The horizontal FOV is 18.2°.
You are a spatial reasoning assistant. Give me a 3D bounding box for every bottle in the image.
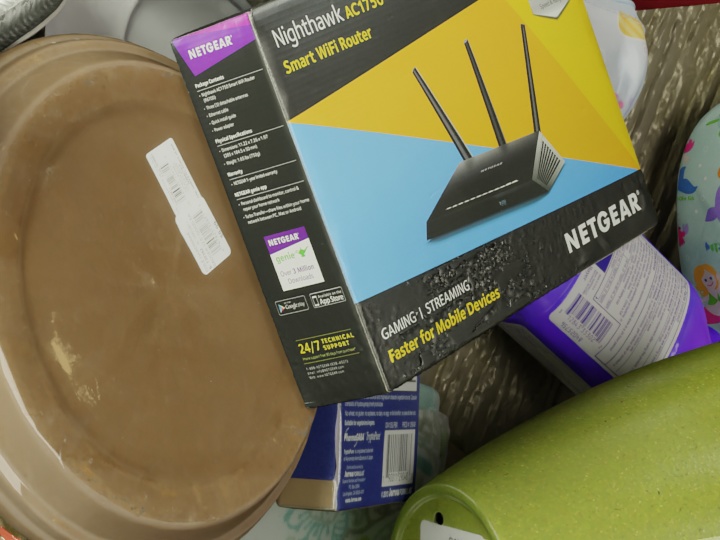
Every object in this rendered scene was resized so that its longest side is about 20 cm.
[{"bbox_3d":[0.137,0.031,1.168,0.200,0.065,0.084,40,69,-36],"label":"bottle"}]

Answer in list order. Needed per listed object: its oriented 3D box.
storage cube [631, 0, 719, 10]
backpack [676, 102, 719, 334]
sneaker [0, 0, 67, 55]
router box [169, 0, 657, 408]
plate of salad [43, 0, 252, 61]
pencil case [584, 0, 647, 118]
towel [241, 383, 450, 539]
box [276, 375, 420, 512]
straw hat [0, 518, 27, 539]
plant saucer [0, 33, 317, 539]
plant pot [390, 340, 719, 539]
[{"bbox_3d":[0.139,-0.241,1.084,0.170,0.179,0.202,23,76,-40],"label":"storage cube"},{"bbox_3d":[0.270,-0.026,1.241,0.199,0.150,0.179,-17,105,-36],"label":"backpack"},{"bbox_3d":[-0.192,-0.073,0.861,0.199,0.116,0.076,-30,96,-1],"label":"sneaker"},{"bbox_3d":[0.028,-0.052,0.893,0.199,0.051,0.150,-30,102,-47],"label":"router box"},{"bbox_3d":[-0.073,-0.050,0.965,0.200,0.048,0.201,39,39,-41],"label":"plate of salad"},{"bbox_3d":[0.050,-0.124,1.069,0.199,0.083,0.091,23,99,-41],"label":"pencil case"},{"bbox_3d":[-0.044,0.122,1.018,0.199,0.048,0.173,17,80,-41],"label":"towel"},{"bbox_3d":[0.000,0.000,0.970,0.121,0.032,0.202,13,81,-73],"label":"box"},{"bbox_3d":[-0.144,0.075,0.892,0.199,0.085,0.203,0,83,-3],"label":"straw hat"},{"bbox_3d":[-0.079,0.009,0.817,0.199,0.029,0.202,17,67,-44],"label":"plant saucer"},{"bbox_3d":[0.117,0.131,1.036,0.199,0.186,0.189,-4,95,-34],"label":"plant pot"}]
